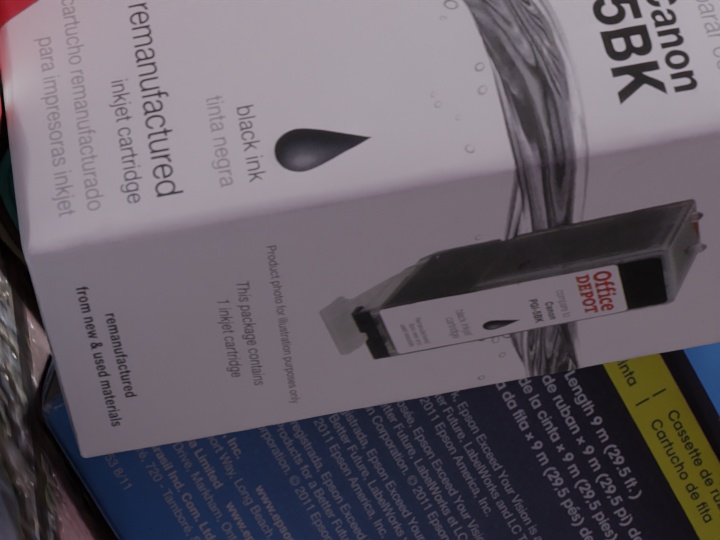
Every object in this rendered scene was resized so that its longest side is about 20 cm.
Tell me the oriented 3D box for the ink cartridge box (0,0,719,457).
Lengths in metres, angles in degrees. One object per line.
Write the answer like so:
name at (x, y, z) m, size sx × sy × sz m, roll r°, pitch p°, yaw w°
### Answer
ink cartridge box at (0.016, -0.051, 0.615) m, size 0.083 × 0.198 × 0.147 m, roll 83°, pitch -5°, yaw -53°

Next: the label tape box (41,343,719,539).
label tape box at (0.032, 0.041, 0.715) m, size 0.144 × 0.199 × 0.066 m, roll 59°, pitch 3°, yaw -13°

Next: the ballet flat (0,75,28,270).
ballet flat at (-0.099, -0.058, 0.731) m, size 0.200 × 0.069 × 0.070 m, roll 57°, pitch 10°, yaw -33°
